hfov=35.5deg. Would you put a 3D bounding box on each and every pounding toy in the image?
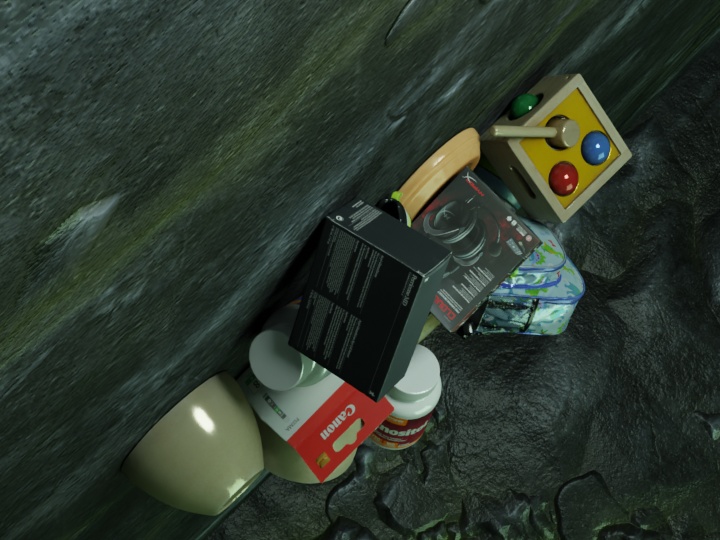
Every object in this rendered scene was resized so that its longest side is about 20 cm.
[{"bbox_3d":[0.275,-0.188,1.659,0.184,0.200,0.142,-43,-160,-12],"label":"pounding toy"}]

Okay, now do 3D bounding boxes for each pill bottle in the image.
[{"bbox_3d":[-0.067,0.091,1.527,0.112,0.112,0.200,-49,170,28],"label":"pill bottle"},{"bbox_3d":[0.065,0.198,1.782,0.113,0.113,0.201,-40,162,-26],"label":"pill bottle"}]

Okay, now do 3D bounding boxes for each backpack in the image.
[{"bbox_3d":[0.238,0.009,1.714,0.184,0.198,0.148,-109,-148,-50],"label":"backpack"}]

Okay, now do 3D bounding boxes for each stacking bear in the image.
[{"bbox_3d":[0.242,-0.166,1.810,0.121,0.114,0.201,32,93,-45],"label":"stacking bear"}]

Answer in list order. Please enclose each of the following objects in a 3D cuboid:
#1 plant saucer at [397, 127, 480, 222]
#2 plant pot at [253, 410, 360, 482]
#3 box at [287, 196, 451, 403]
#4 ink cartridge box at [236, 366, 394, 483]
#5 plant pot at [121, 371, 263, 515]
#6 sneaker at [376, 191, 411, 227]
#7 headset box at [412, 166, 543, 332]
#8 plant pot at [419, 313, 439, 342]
[{"bbox_3d":[0.103,-0.118,1.602,0.200,0.037,0.200,-44,171,-9],"label":"plant saucer"},{"bbox_3d":[-0.082,0.211,1.769,0.200,0.200,0.135,-34,154,-50],"label":"plant pot"},{"bbox_3d":[0.009,0.036,1.358,0.079,0.141,0.201,-33,150,-49],"label":"box"},{"bbox_3d":[-0.071,0.182,1.650,0.161,0.200,0.050,-45,152,7],"label":"ink cartridge box"},{"bbox_3d":[-0.212,0.258,1.558,0.200,0.135,0.200,-44,172,-7],"label":"plant pot"},{"bbox_3d":[0.006,-0.014,1.473,0.083,0.071,0.201,72,38,-65],"label":"sneaker"},{"bbox_3d":[0.135,-0.022,1.587,0.200,0.149,0.077,-45,171,7],"label":"headset box"},{"bbox_3d":[0.079,0.109,1.876,0.200,0.028,0.200,-41,-178,2],"label":"plant pot"}]
